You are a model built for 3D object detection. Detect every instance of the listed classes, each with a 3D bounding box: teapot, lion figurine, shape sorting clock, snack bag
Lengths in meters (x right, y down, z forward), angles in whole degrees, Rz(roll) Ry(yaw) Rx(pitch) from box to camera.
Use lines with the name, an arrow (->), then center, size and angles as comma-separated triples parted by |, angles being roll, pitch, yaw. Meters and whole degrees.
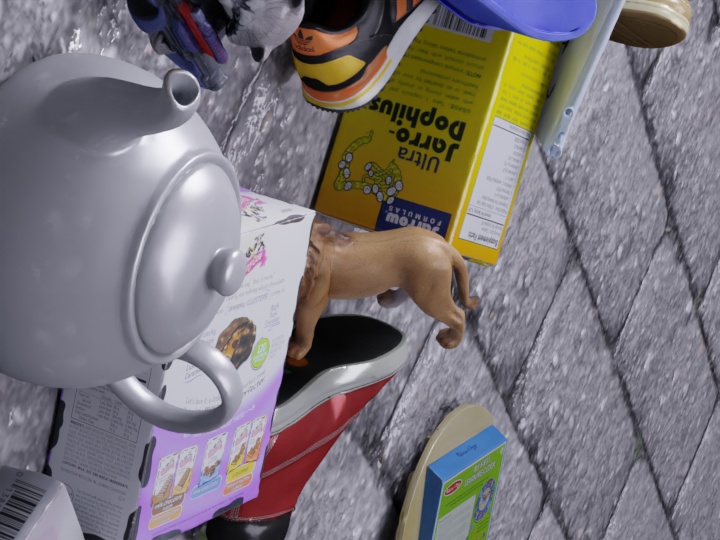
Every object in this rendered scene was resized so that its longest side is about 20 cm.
teapot -> -0.128, -0.014, 1.425 | 0.200, 0.145, 0.199 | 12, 96, -69
lion figurine -> 0.000, 0.000, 1.759 | 0.199, 0.073, 0.123 | -10, 141, -20
shape sorting clock -> 0.072, 0.211, 2.239 | 0.200, 0.039, 0.201 | -48, 147, -45
snack bag -> 0.156, -0.200, 1.919 | 0.200, 0.021, 0.189 | -117, -133, -63

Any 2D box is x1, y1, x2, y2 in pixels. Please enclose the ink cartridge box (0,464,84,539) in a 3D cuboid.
ink cartridge box -> -0.213, 0.235, 1.552 | 0.163, 0.057, 0.201 | -59, 150, -31

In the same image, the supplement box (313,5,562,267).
supplement box -> 0.060, -0.116, 1.856 | 0.109, 0.109, 0.201 | 15, 92, -68

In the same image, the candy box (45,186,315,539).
candy box -> -0.112, 0.057, 1.621 | 0.168, 0.071, 0.201 | -17, 123, -63

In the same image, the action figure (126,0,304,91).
action figure -> -0.094, -0.188, 1.306 | 0.104, 0.194, 0.200 | -38, 160, -4

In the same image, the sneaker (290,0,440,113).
sneaker -> 0.012, -0.204, 1.725 | 0.201, 0.070, 0.090 | -62, 152, -26

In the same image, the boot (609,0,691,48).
boot -> 0.210, -0.255, 2.002 | 0.073, 0.200, 0.156 | 31, 85, -28

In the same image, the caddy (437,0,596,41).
caddy -> 0.089, -0.237, 1.694 | 0.200, 0.105, 0.142 | 34, 90, -34

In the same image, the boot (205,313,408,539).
boot -> -0.041, 0.121, 1.857 | 0.200, 0.072, 0.145 | -30, 134, -49
